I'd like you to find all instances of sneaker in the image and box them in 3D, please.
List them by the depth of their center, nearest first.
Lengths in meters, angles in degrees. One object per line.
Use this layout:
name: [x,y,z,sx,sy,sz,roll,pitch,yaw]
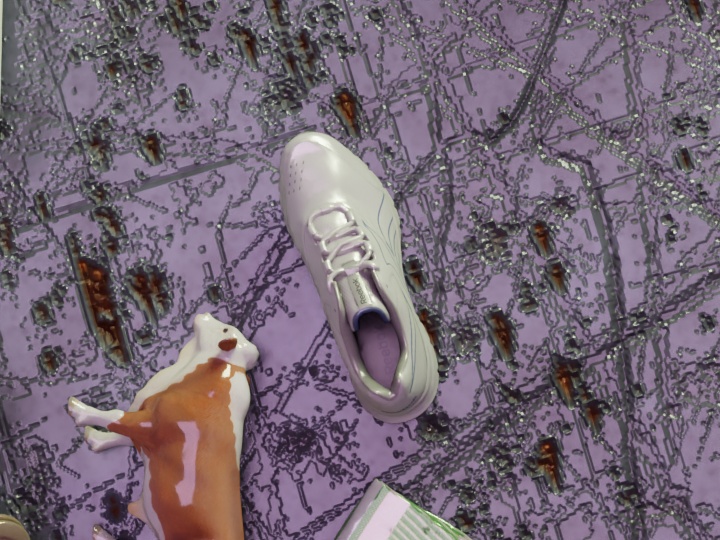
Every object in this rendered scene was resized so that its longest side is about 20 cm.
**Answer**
sneaker: [0.000,0.000,1.205,0.074,0.087,0.201,-24,83,2]

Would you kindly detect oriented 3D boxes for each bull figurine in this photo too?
bull figurine: [-0.123,0.128,1.211,0.120,0.065,0.202,-4,83,6]

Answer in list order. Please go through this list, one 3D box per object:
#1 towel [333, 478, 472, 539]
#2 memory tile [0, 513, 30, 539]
towel: [0.052,0.251,1.214,0.199,0.023,0.153,34,88,3]
memory tile: [-0.283,0.195,1.164,0.153,0.200,0.017,-39,42,0]
